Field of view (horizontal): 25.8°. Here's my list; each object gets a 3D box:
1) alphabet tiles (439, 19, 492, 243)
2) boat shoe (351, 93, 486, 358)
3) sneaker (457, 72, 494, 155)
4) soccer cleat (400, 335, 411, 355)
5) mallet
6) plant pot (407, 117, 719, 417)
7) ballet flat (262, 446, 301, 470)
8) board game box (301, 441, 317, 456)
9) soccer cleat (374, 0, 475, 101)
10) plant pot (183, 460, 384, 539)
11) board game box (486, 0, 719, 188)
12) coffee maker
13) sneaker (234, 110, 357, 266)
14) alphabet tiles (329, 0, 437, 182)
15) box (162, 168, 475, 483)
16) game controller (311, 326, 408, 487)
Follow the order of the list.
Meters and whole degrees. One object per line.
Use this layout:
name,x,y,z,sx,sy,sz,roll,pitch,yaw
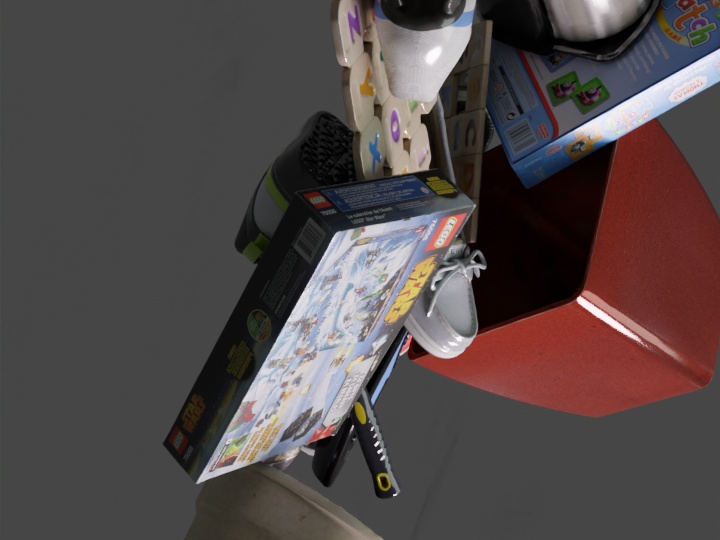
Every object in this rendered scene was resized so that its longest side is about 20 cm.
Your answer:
alphabet tiles,0.066,-0.087,1.251,0.167,0.007,0.202,180,-85,-74
boat shoe,0.049,-0.038,1.150,0.074,0.064,0.204,2,72,-50
sneaker,0.080,-0.128,1.399,0.201,0.075,0.116,115,-12,-57
soccer cleat,0.054,-0.010,1.504,0.085,0.068,0.202,30,75,-76
mallet,0.002,0.068,1.069,0.041,0.065,0.201,-87,154,-62
plant pot,0.185,0.009,1.255,0.199,0.176,0.201,-24,-141,49
ballet flat,-0.045,0.045,1.103,0.201,0.069,0.071,-66,149,-24
board game box,-0.025,0.095,1.357,0.200,0.034,0.127,60,50,-77
soccer cleat,0.043,-0.189,0.976,0.087,0.069,0.201,95,8,-49
plant pot,-0.068,0.251,1.042,0.184,0.199,0.201,-55,165,-19
board game box,0.185,-0.169,1.198,0.037,0.199,0.152,48,17,-45
coffee maker,0.110,-0.256,1.131,0.200,0.190,0.136,56,36,-53
sneaker,-0.037,-0.046,1.009,0.083,0.072,0.200,-48,176,17
alphabet tiles,0.015,-0.136,0.991,0.196,0.014,0.202,-58,142,-60
box,-0.026,0.033,0.954,0.136,0.040,0.201,-12,140,-50
game controller,0.009,0.094,1.320,0.200,0.042,0.105,-58,162,-54
